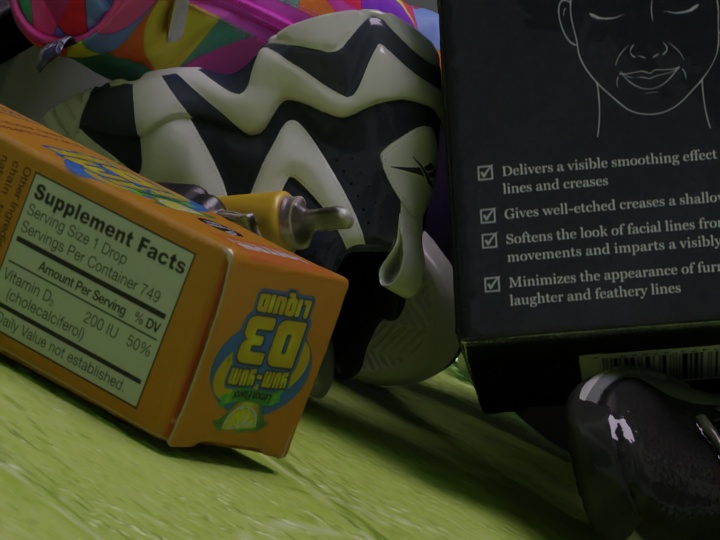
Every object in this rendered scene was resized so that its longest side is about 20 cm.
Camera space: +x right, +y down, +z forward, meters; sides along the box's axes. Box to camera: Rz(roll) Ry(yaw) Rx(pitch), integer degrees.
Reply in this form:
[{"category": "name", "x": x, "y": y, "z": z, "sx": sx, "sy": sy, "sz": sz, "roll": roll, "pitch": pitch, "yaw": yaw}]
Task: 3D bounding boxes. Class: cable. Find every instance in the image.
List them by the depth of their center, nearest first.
[{"category": "cable", "x": -0.103, "y": -0.002, "z": 1.026, "sx": 0.199, "sy": 0.097, "sz": 0.050, "roll": 5, "pitch": -49, "yaw": 37}]

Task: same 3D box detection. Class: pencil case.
[{"category": "pencil case", "x": -0.047, "y": -0.095, "z": 1.145, "sx": 0.200, "sy": 0.089, "sz": 0.088, "roll": 20, "pitch": 6, "yaw": -46}]

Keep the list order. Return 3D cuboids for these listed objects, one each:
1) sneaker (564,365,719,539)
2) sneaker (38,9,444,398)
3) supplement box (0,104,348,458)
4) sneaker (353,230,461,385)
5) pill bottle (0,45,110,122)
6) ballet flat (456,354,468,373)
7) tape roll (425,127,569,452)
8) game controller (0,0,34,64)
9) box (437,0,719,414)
[{"category": "sneaker", "x": 0.155, "y": 0.060, "z": 1.018, "sx": 0.115, "sy": 0.075, "sz": 0.200, "roll": -20, "pitch": -16, "yaw": 25}, {"category": "sneaker", "x": -0.053, "y": -0.005, "z": 1.082, "sx": 0.198, "sy": 0.130, "sz": 0.079, "roll": -16, "pitch": -26, "yaw": 25}, {"category": "supplement box", "x": -0.101, "y": -0.008, "z": 0.927, "sx": 0.200, "sy": 0.069, "sz": 0.066, "roll": 29, "pitch": 10, "yaw": 33}, {"category": "sneaker", "x": 0.000, "y": 0.000, "z": 1.232, "sx": 0.084, "sy": 0.075, "sz": 0.200, "roll": 13, "pitch": 9, "yaw": -37}, {"category": "pill bottle", "x": -0.186, "y": -0.103, "z": 1.260, "sx": 0.200, "sy": 0.117, "sz": 0.116, "roll": 27, "pitch": 6, "yaw": 37}, {"category": "ballet flat", "x": 0.041, "y": 0.010, "z": 1.437, "sx": 0.069, "sy": 0.070, "sz": 0.200, "roll": 21, "pitch": 6, "yaw": -22}, {"category": "tape roll", "x": 0.112, "y": -0.019, "z": 1.208, "sx": 0.200, "sy": 0.201, "sz": 0.066, "roll": 26, "pitch": 39, "yaw": 37}, {"category": "game controller", "x": -0.181, "y": -0.102, "z": 1.143, "sx": 0.104, "sy": 0.042, "sz": 0.200, "roll": 20, "pitch": 42, "yaw": 40}, {"category": "box", "x": 0.106, "y": -0.060, "z": 1.061, "sx": 0.148, "sy": 0.201, "sz": 0.107, "roll": -4, "pitch": -16, "yaw": 6}]
